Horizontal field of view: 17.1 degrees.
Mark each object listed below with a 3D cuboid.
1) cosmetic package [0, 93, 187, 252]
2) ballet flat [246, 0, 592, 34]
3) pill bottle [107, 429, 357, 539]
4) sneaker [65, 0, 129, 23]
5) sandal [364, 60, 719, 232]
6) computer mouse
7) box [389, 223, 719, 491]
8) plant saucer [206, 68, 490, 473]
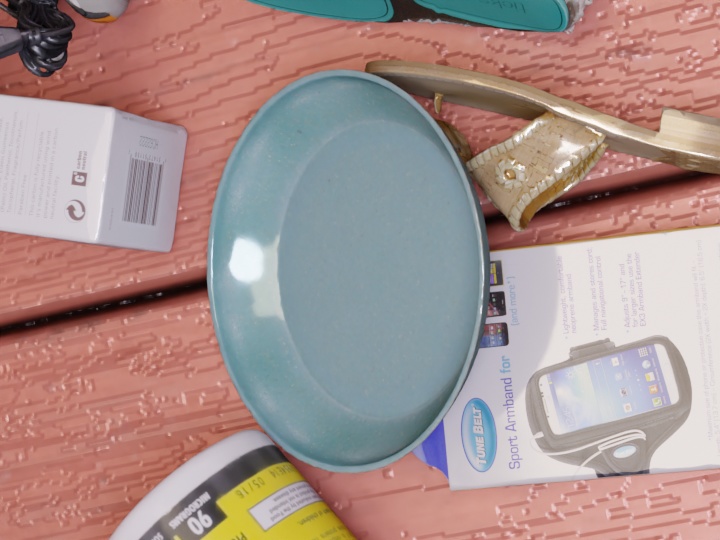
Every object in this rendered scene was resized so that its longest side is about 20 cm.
[{"bbox_3d":[-0.204,-0.058,1.271,0.199,0.101,0.072,7,90,18],"label":"cosmetic package"},{"bbox_3d":[0.026,-0.161,1.225,0.199,0.072,0.072,9,91,16],"label":"ballet flat"},{"bbox_3d":[-0.030,0.188,1.199,0.114,0.114,0.200,-45,76,12],"label":"pill bottle"},{"bbox_3d":[-0.127,-0.233,1.267,0.092,0.076,0.201,-5,88,14],"label":"sneaker"},{"bbox_3d":[0.095,-0.051,1.184,0.211,0.078,0.070,11,86,13],"label":"sandal"},{"bbox_3d":[-0.245,-0.119,1.237,0.199,0.140,0.046,-2,112,-20],"label":"computer mouse"},{"bbox_3d":[0.116,0.044,1.195,0.199,0.041,0.120,-6,87,21],"label":"box"},{"bbox_3d":[0.000,0.000,1.203,0.200,0.036,0.201,3,94,46],"label":"plant saucer"}]
